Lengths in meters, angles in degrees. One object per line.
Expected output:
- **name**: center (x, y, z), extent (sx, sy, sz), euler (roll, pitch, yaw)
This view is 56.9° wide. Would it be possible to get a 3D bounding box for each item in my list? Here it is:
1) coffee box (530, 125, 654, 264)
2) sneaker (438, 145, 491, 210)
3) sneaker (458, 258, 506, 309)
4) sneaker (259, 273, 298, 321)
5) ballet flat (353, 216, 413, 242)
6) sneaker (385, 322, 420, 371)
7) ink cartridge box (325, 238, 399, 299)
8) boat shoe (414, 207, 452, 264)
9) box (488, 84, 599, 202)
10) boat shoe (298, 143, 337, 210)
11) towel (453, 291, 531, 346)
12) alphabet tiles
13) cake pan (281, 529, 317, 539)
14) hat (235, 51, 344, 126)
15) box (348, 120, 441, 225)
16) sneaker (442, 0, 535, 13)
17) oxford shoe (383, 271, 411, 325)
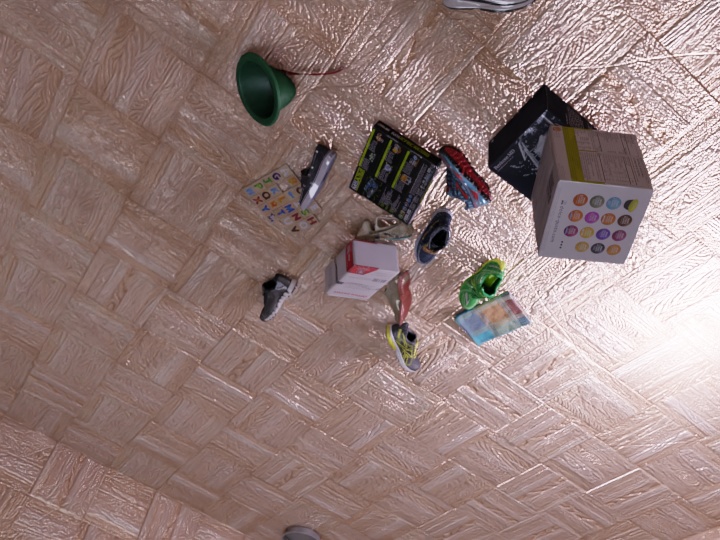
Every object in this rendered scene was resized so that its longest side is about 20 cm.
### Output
- **coffee box**: center (0.490, -0.163, 1.434), extent (0.192, 0.203, 0.203), euler (6, 134, 3)
- **sneaker**: center (0.246, -0.224, 1.679), extent (0.094, 0.080, 0.200), euler (-26, 121, 33)
- **sneaker**: center (0.342, 0.048, 1.895), extent (0.073, 0.085, 0.201), euler (24, 132, -11)
- **sneaker**: center (-0.276, 0.077, 2.066), extent (0.089, 0.067, 0.200), euler (32, 126, -13)
- **ballet flat**: center (0.050, -0.111, 1.836), extent (0.195, 0.068, 0.077), euler (-13, 108, 22)
- **sneaker**: center (0.153, 0.247, 2.116), extent (0.083, 0.075, 0.202), euler (-18, 125, 25)
- **ink cartridge box**: center (0.000, 0.000, 1.865), extent (0.143, 0.085, 0.200), euler (8, 153, -26)
- **boat shoe**: center (0.194, -0.072, 1.815), extent (0.069, 0.092, 0.203), euler (17, 133, -4)
- **box**: center (0.435, -0.283, 1.560), extent (0.194, 0.126, 0.200), euler (33, 130, -15)
- **boat shoe**: center (-0.128, -0.248, 1.748), extent (0.066, 0.070, 0.201), euler (35, 134, 3)
- **towel**: center (0.400, 0.150, 2.016), extent (0.197, 0.022, 0.147), euler (-27, 121, 30)
- **alphabet tiles**: center (-0.208, -0.187, 1.854), extent (0.164, 0.008, 0.201), euler (-23, 123, 28)
- **cake pan**: center (-0.275, 1.270, 3.134), extent (0.194, 0.037, 0.204), euler (6, 132, 6)
- **hat**: center (-0.177, -0.452, 1.608), extent (0.200, 0.174, 0.168), euler (43, 141, 24)
- **box**: center (0.084, -0.244, 1.684), extent (0.191, 0.048, 0.202), euler (33, 132, 9)
- **sneaker**: center (0.265, -0.596, 1.348), extent (0.195, 0.077, 0.117), euler (5, 134, 11)
- **oxford shoe**: center (0.110, 0.077, 1.993), extent (0.072, 0.071, 0.204), euler (18, 132, 24)
